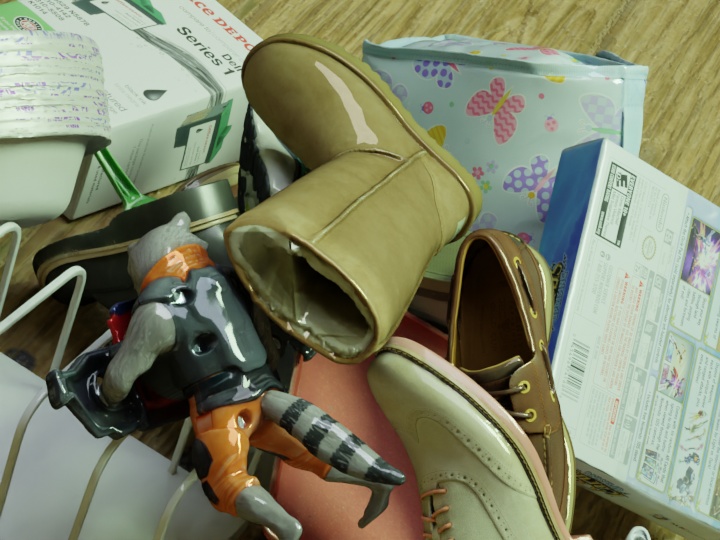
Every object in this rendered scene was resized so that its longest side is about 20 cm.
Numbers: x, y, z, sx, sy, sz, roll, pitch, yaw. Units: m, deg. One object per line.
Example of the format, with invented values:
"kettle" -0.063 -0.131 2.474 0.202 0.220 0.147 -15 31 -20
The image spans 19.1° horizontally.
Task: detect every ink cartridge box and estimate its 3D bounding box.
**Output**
"ink cartridge box" -0.168 -0.132 1.510 0.146 0.084 0.200 41 40 23

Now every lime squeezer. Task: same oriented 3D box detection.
"lime squeezer" -0.126 -0.027 1.364 0.038 0.071 0.200 -41 64 -16

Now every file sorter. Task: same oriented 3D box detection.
"file sorter" -0.163 0.088 1.199 0.200 0.125 0.139 31 37 11

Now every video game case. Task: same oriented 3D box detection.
"video game case" 0.181 0.047 1.324 0.181 0.045 0.200 27 67 -30

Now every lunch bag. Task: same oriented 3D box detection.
"lunch bag" 0.103 -0.066 1.432 0.200 0.170 0.127 11 15 41

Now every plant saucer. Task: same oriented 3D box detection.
"plant saucer" 0.031 0.120 1.241 0.199 0.037 0.200 30 45 -21

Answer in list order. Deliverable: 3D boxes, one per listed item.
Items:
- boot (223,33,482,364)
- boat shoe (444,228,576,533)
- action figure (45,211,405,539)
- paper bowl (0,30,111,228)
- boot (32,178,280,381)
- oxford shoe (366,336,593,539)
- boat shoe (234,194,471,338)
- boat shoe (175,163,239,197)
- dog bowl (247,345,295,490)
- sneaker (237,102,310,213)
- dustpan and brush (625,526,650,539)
"boot" -0.025 -0.048 1.166 0.175 0.066 0.200 36 28 6
"boat shoe" 0.077 0.072 1.207 0.072 0.068 0.200 -9 72 18
"action figure" -0.050 0.051 1.120 0.200 0.105 0.194 -27 76 -48
"paper bowl" -0.247 -0.074 1.260 0.200 0.201 0.105 -6 88 -34
"boot" -0.127 0.035 1.299 0.077 0.200 0.139 -18 89 -32
"oxford shoe" 0.059 0.126 1.110 0.074 0.071 0.200 -36 87 -25
"boat shoe" 0.000 0.000 1.345 0.200 0.068 0.075 21 45 34
"boat shoe" -0.049 -0.047 1.474 0.200 0.072 0.068 -28 69 -40
"dog bowl" -0.015 0.073 1.353 0.200 0.059 0.200 15 36 -11
"sneaker" -0.034 -0.057 1.324 0.080 0.078 0.200 3 29 -12
"dustpan and brush" 0.157 0.213 1.201 0.139 0.057 0.200 9 48 1
